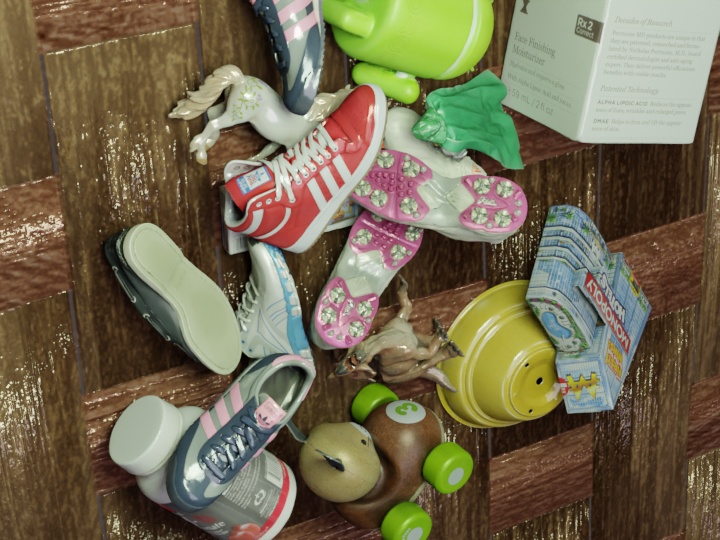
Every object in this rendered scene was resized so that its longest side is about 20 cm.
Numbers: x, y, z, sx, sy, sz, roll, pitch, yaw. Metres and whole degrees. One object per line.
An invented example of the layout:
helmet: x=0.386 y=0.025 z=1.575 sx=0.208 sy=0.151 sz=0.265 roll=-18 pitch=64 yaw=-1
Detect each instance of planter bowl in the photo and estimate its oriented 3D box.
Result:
planter bowl: x=0.197 y=0.119 z=1.782 sx=0.200 sy=0.083 sz=0.201 roll=-13 pitch=117 yaw=-26

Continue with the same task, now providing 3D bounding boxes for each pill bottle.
pill bottle: x=-0.172 y=0.215 z=1.589 sx=0.111 sy=0.111 sz=0.200 roll=-51 pitch=127 yaw=-1

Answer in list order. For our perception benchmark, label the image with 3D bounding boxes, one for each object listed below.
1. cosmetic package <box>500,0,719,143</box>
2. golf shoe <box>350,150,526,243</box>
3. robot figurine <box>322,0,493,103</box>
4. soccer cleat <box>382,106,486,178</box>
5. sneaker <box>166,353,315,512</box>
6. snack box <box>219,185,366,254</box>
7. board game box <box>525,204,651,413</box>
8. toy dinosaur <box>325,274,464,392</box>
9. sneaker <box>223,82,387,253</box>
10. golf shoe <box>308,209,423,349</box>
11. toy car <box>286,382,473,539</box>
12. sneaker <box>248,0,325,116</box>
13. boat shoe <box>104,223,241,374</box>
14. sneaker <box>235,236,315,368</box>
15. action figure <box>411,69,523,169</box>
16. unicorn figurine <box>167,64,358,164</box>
cosmetic package: x=0.274 y=-0.256 z=1.605 sx=0.165 sy=0.165 sz=0.200 roll=-3 pitch=112 yaw=-29
golf shoe: x=0.073 y=-0.069 z=1.552 sx=0.200 sy=0.092 sz=0.075 roll=16 pitch=73 yaw=5
robot figurine: x=0.051 y=-0.260 z=1.498 sx=0.200 sy=0.116 sz=0.176 roll=9 pitch=105 yaw=-36
soccer cleat: x=0.094 y=-0.112 z=1.611 sx=0.200 sy=0.077 sz=0.069 roll=48 pitch=51 yaw=-40
sneaker: x=-0.120 y=0.159 z=1.499 sx=0.070 sy=0.082 sz=0.200 roll=45 pitch=60 yaw=-17
snack box: x=-0.055 y=-0.074 z=1.579 sx=0.200 sy=0.024 sz=0.072 roll=-14 pitch=118 yaw=-25
board game box: x=0.269 y=0.057 z=1.742 sx=0.200 sy=0.062 sz=0.200 roll=54 pitch=39 yaw=-36
toy dinosaur: x=0.035 y=0.098 z=1.683 sx=0.135 sy=0.086 sz=0.200 roll=-38 pitch=143 yaw=2
sneaker: x=-0.061 y=-0.107 z=1.448 sx=0.112 sy=0.071 sz=0.200 roll=13 pitch=120 yaw=-38
golf shoe: x=0.000 y=0.000 z=1.594 sx=0.075 sy=0.092 sz=0.200 roll=36 pitch=68 yaw=-7
toy car: x=-0.007 y=0.197 z=1.625 sx=0.200 sy=0.164 sz=0.158 roll=32 pitch=93 yaw=-48
sneaker: x=-0.080 y=-0.250 z=1.432 sx=0.082 sy=0.070 sz=0.200 roll=2 pitch=81 yaw=-22
boat shoe: x=-0.197 y=0.032 z=1.520 sx=0.199 sy=0.066 sz=0.075 roll=51 pitch=50 yaw=-36
sneaker: x=-0.106 y=0.047 z=1.570 sx=0.087 sy=0.075 sz=0.200 roll=-16 pitch=129 yaw=-6
action figure: x=0.107 y=-0.155 z=1.557 sx=0.055 sy=0.118 sz=0.200 roll=-26 pitch=173 yaw=27
unicorn figurine: x=-0.085 y=-0.149 z=1.493 sx=0.200 sy=0.074 sz=0.137 roll=19 pitch=116 yaw=-48
